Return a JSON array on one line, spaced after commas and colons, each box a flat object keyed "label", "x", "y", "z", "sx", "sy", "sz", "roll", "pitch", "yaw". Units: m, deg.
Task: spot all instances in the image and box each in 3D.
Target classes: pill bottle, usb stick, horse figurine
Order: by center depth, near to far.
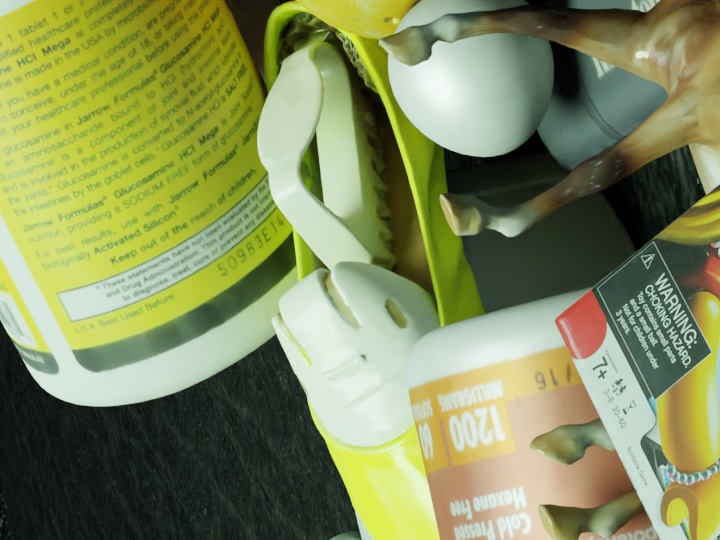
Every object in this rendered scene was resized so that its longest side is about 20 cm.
[{"label": "horse figurine", "x": 0.091, "y": -0.007, "z": 0.684, "sx": 0.050, "sy": 0.132, "sz": 0.201, "roll": -128, "pitch": 17, "yaw": -74}, {"label": "pill bottle", "x": 0.085, "y": 0.105, "z": 0.768, "sx": 0.112, "sy": 0.112, "sz": 0.201, "roll": 146, "pitch": 113, "yaw": -75}, {"label": "usb stick", "x": 0.085, "y": -0.071, "z": 0.797, "sx": 0.200, "sy": 0.032, "sz": 0.056, "roll": 143, "pitch": 116, "yaw": -74}, {"label": "pill bottle", "x": -0.095, "y": -0.067, "z": 0.901, "sx": 0.201, "sy": 0.112, "sz": 0.112, "roll": 65, "pitch": 173, "yaw": -25}]

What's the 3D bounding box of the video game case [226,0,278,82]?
[{"label": "video game case", "x": -0.069, "y": -0.107, "z": 1.063, "sx": 0.200, "sy": 0.023, "sz": 0.183, "roll": 113, "pitch": 145, "yaw": -63}]

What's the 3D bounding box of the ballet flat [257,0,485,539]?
[{"label": "ballet flat", "x": 0.000, "y": 0.000, "z": 0.863, "sx": 0.067, "sy": 0.067, "sz": 0.201, "roll": 30, "pitch": -138, "yaw": -45}]

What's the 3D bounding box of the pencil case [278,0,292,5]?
[{"label": "pencil case", "x": -0.017, "y": -0.140, "z": 1.053, "sx": 0.091, "sy": 0.083, "sz": 0.200, "roll": 64, "pitch": 174, "yaw": -24}]

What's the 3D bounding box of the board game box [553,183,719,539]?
[{"label": "board game box", "x": 0.127, "y": 0.047, "z": 0.560, "sx": 0.035, "sy": 0.126, "sz": 0.200, "roll": 32, "pitch": -155, "yaw": -43}]

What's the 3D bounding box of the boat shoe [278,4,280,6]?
[{"label": "boat shoe", "x": -0.022, "y": -0.062, "z": 1.069, "sx": 0.068, "sy": 0.072, "sz": 0.200, "roll": 47, "pitch": 175, "yaw": -6}]

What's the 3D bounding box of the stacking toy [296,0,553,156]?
[{"label": "stacking toy", "x": 0.010, "y": -0.122, "z": 0.864, "sx": 0.146, "sy": 0.145, "sz": 0.201, "roll": 104, "pitch": 144, "yaw": -60}]

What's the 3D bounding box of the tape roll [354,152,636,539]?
[{"label": "tape roll", "x": 0.049, "y": 0.063, "z": 0.969, "sx": 0.202, "sy": 0.070, "sz": 0.204, "roll": 169, "pitch": 90, "yaw": -77}]

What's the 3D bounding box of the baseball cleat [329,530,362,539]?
[{"label": "baseball cleat", "x": -0.005, "y": 0.202, "z": 1.079, "sx": 0.107, "sy": 0.069, "sz": 0.201, "roll": 125, "pitch": 156, "yaw": -48}]
